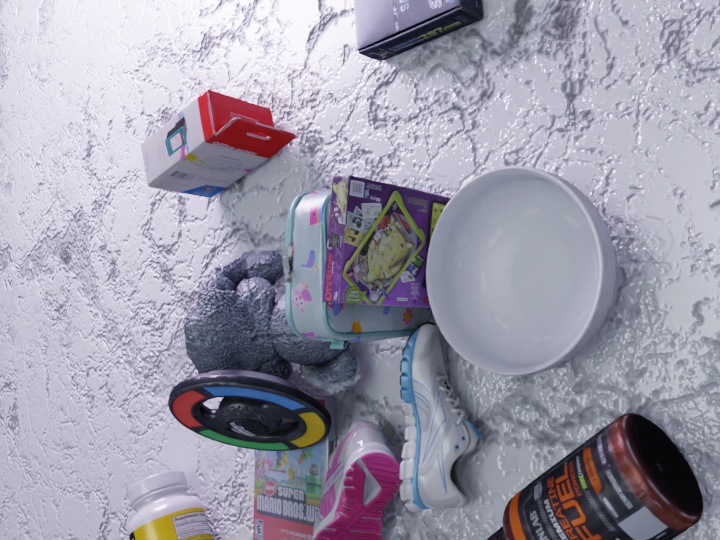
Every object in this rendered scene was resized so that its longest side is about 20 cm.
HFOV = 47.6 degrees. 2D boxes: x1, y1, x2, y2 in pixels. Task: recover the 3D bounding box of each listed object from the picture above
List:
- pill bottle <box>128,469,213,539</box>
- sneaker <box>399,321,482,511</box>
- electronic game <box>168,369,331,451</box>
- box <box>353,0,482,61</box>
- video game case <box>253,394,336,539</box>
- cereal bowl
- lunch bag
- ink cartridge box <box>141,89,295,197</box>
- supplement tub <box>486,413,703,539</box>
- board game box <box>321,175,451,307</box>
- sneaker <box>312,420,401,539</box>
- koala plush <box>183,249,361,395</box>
[{"bbox_3d":[-0.261,0.393,1.145,0.112,0.111,0.204,-38,63,32],"label":"pill bottle"},{"bbox_3d":[0.091,0.158,0.886,0.085,0.074,0.206,-3,87,28],"label":"sneaker"},{"bbox_3d":[-0.131,0.172,0.973,0.197,0.199,0.043,-22,48,38],"label":"electronic game"},{"bbox_3d":[0.059,-0.369,0.955,0.155,0.050,0.206,-10,81,42],"label":"box"},{"bbox_3d":[-0.088,0.263,1.062,0.141,0.017,0.206,-3,85,42],"label":"video game case"},{"bbox_3d":[0.165,0.002,0.811,0.197,0.082,0.206,-5,83,42],"label":"cereal bowl"},{"bbox_3d":[0.000,0.000,0.882,0.076,0.197,0.165,3,91,42],"label":"lunch bag"},{"bbox_3d":[-0.195,-0.177,1.116,0.198,0.115,0.069,-26,69,36],"label":"ink cartridge box"},{"bbox_3d":[0.203,0.228,0.745,0.200,0.106,0.108,-47,59,28],"label":"supplement tub"},{"bbox_3d":[0.041,-0.024,0.847,0.032,0.197,0.124,0,86,41],"label":"board game box"},{"bbox_3d":[-0.005,0.257,0.955,0.089,0.079,0.203,-95,23,-55],"label":"sneaker"},{"bbox_3d":[-0.092,0.071,0.994,0.195,0.183,0.183,0,96,23],"label":"koala plush"}]
